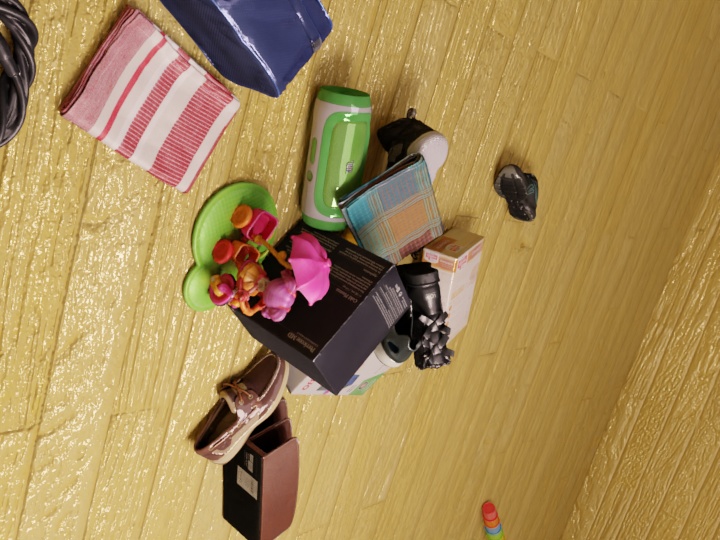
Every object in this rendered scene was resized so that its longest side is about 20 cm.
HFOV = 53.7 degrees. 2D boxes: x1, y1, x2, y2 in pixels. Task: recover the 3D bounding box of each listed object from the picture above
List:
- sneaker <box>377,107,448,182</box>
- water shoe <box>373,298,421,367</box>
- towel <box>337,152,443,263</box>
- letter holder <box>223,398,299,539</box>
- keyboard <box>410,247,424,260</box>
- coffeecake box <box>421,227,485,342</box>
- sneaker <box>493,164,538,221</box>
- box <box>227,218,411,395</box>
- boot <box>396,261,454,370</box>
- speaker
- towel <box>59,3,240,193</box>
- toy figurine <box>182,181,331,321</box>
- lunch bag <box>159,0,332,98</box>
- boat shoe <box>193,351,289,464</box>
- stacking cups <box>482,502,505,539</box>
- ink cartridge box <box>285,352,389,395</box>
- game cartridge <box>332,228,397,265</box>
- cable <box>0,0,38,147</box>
[{"bbox_3d":[0.061,-0.165,1.166,0.075,0.114,0.201,4,132,-37],"label":"sneaker"},{"bbox_3d":[0.053,0.060,1.166,0.071,0.201,0.079,21,133,-42],"label":"water shoe"},{"bbox_3d":[0.055,-0.081,1.100,0.146,0.022,0.200,-32,144,-4],"label":"towel"},{"bbox_3d":[-0.149,0.341,1.217,0.142,0.100,0.202,-22,127,-44],"label":"letter holder"},{"bbox_3d":[0.100,-0.080,1.268,0.200,0.039,0.105,44,64,-80],"label":"keyboard"},{"bbox_3d":[0.172,0.035,1.413,0.153,0.073,0.202,-31,135,-55],"label":"coffeecake box"},{"bbox_3d":[0.338,-0.181,1.527,0.080,0.075,0.200,-68,152,-15],"label":"sneaker"},{"bbox_3d":[-0.062,0.049,1.058,0.182,0.199,0.104,-48,142,-18],"label":"box"},{"bbox_3d":[0.106,0.074,1.223,0.073,0.198,0.164,-10,99,-6],"label":"boot"},{"bbox_3d":[-0.037,-0.165,1.055,0.088,0.088,0.202,-14,122,-46],"label":"speaker"},{"bbox_3d":[-0.238,-0.193,0.845,0.145,0.023,0.200,-59,144,-4],"label":"towel"},{"bbox_3d":[-0.128,0.001,0.962,0.201,0.183,0.150,-60,143,-3],"label":"toy figurine"},{"bbox_3d":[-0.124,-0.307,0.818,0.133,0.135,0.200,-54,143,-11],"label":"lunch bag"},{"bbox_3d":[-0.189,0.208,1.114,0.201,0.072,0.072,-52,142,-6],"label":"boat shoe"},{"bbox_3d":[0.409,0.788,2.200,0.060,0.060,0.201,-44,139,-23],"label":"stacking cups"},{"bbox_3d":[-0.030,0.137,1.209,0.145,0.088,0.199,-46,146,20],"label":"ink cartridge box"},{"bbox_3d":[0.000,0.000,1.249,0.176,0.032,0.202,-7,119,-49],"label":"game cartridge"},{"bbox_3d":[-0.386,-0.179,0.660,0.163,0.051,0.202,0,109,-56],"label":"cable"}]
